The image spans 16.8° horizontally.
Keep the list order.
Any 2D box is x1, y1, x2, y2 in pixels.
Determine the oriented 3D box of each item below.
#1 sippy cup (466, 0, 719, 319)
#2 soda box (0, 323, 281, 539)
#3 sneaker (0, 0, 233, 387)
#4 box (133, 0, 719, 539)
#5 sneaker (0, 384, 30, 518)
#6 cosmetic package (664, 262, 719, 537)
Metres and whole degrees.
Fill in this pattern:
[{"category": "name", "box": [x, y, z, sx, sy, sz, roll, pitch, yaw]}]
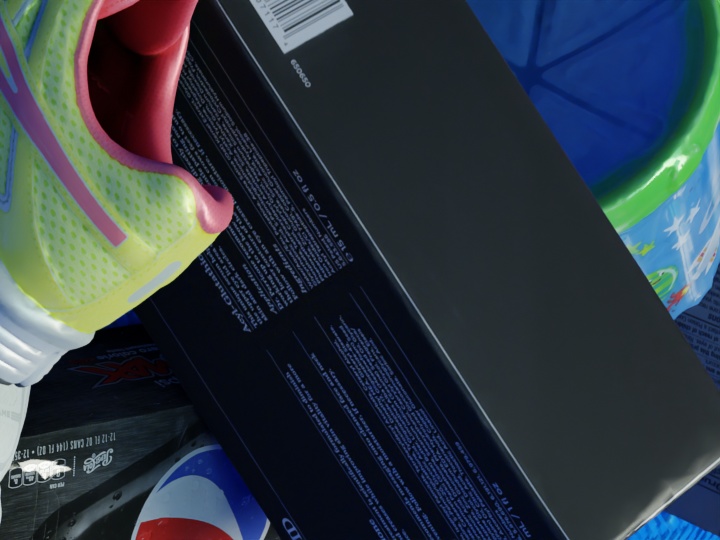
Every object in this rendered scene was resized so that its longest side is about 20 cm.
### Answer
[{"category": "sippy cup", "box": [0.072, -0.040, 0.860, 0.178, 0.140, 0.130, -45, 147, -8]}, {"category": "soda box", "box": [-0.073, 0.059, 0.791, 0.199, 0.071, 0.064, -9, 116, -43]}, {"category": "sneaker", "box": [-0.084, -0.076, 0.640, 0.078, 0.090, 0.201, 15, 53, -64]}, {"category": "box", "box": [0.000, 0.000, 0.715, 0.079, 0.141, 0.200, -33, 90, -34]}, {"category": "sneaker", "box": [-0.173, 0.007, 0.643, 0.200, 0.075, 0.081, 35, 63, -27]}, {"category": "cosmetic package", "box": [0.149, -0.008, 0.969, 0.087, 0.103, 0.201, -19, 123, -42]}]
